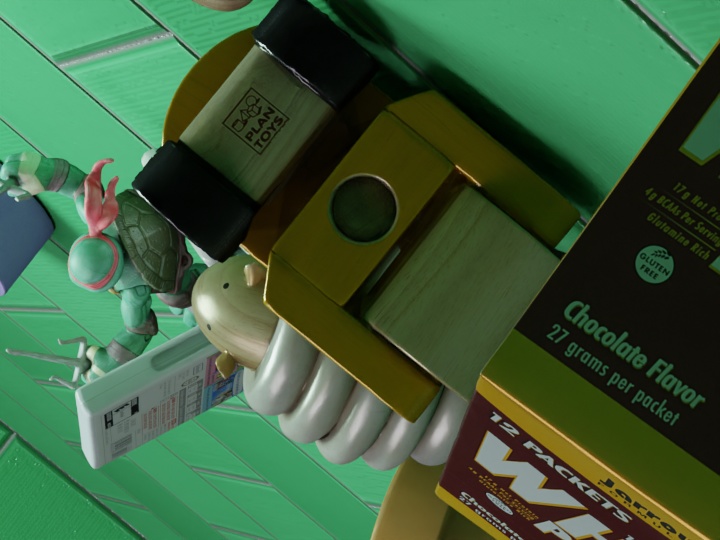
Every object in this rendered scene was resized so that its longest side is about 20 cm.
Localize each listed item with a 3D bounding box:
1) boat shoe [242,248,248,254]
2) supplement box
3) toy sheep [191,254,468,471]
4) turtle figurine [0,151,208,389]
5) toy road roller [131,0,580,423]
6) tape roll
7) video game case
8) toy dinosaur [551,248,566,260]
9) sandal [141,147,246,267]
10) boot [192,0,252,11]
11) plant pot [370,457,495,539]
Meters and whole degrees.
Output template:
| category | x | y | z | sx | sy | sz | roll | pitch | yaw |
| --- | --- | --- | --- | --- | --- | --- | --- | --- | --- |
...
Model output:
| category | x | y | z | sx | sy | sz | roll | pitch | yaw |
| --- | --- | --- | --- | --- | --- | --- | --- | --- | --- |
| boat shoe | -0.002 | 0.002 | 1.567 | 0.201 | 0.072 | 0.060 | 39 | 173 | 10 |
| supplement box | 0.138 | 0.017 | 0.956 | 0.132 | 0.198 | 0.200 | 35 | 166 | 6 |
| toy sheep | 0.010 | 0.038 | 1.468 | 0.199 | 0.139 | 0.138 | 14 | 170 | -9 |
| turtle figurine | -0.147 | -0.005 | 1.737 | 0.100 | 0.151 | 0.200 | -12 | 179 | 22 |
| toy road roller | -0.002 | -0.031 | 1.358 | 0.200 | 0.123 | 0.146 | 39 | -179 | 3 |
| tape roll | -0.334 | -0.067 | 2.232 | 0.200 | 0.066 | 0.200 | 36 | 167 | 10 |
| video game case | -0.089 | 0.056 | 1.766 | 0.022 | 0.181 | 0.200 | 61 | 170 | 9 |
| toy dinosaur | 0.126 | 0.031 | 1.361 | 0.102 | 0.077 | 0.200 | 22 | 167 | -29 |
| sandal | -0.083 | -0.042 | 1.691 | 0.083 | 0.050 | 0.203 | 54 | -178 | 5 |
| boot | -0.115 | -0.187 | 1.216 | 0.199 | 0.074 | 0.155 | 25 | 168 | 0 |
| plant pot | 0.099 | 0.194 | 1.743 | 0.139 | 0.201 | 0.200 | 13 | 158 | 23 |
